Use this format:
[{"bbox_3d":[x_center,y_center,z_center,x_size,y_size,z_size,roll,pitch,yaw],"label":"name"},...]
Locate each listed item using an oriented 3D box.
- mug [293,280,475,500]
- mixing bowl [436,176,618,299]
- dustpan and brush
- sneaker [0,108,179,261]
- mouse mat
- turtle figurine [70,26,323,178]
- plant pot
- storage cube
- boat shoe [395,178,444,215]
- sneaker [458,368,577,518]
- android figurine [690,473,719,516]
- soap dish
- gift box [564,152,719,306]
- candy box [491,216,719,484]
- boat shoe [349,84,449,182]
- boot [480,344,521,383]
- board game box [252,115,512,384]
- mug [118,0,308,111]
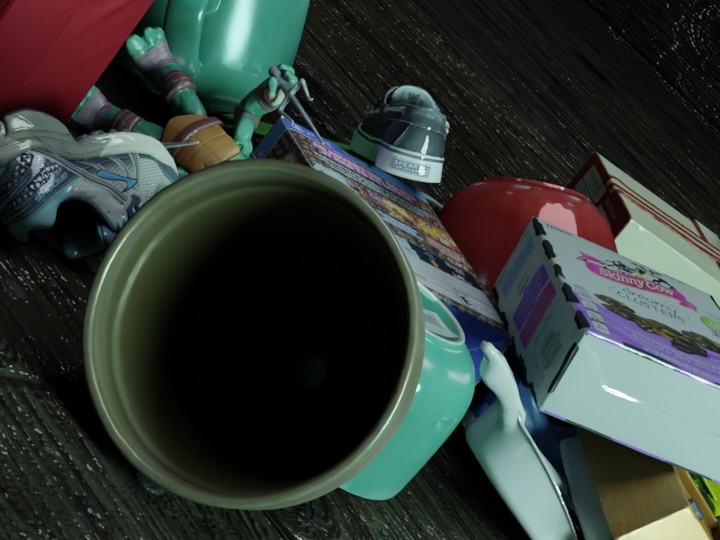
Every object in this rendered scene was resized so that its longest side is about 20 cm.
[{"bbox_3d":[0.005,0.058,1.481,0.152,0.115,0.185,38,17,-4],"label":"mug"},{"bbox_3d":[0.133,-0.013,1.788,0.199,0.109,0.200,11,-9,2],"label":"mixing bowl"},{"bbox_3d":[0.108,0.121,1.519,0.200,0.057,0.140,53,4,-42],"label":"dustpan and brush"},{"bbox_3d":[-0.184,-0.043,1.449,0.200,0.077,0.087,6,55,-58],"label":"sneaker"},{"bbox_3d":[-0.034,-0.105,1.827,0.199,0.008,0.161,17,7,8],"label":"mouse mat"},{"bbox_3d":[-0.123,-0.097,1.591,0.149,0.101,0.200,-30,47,-29],"label":"turtle figurine"},{"bbox_3d":[-0.048,0.048,1.308,0.200,0.200,0.174,44,1,15],"label":"plant pot"},{"bbox_3d":[-0.262,-0.219,1.513,0.200,0.180,0.171,44,17,17],"label":"storage cube"},{"bbox_3d":[0.008,-0.053,1.857,0.201,0.075,0.065,24,16,-17],"label":"boat shoe"},{"bbox_3d":[0.171,0.134,1.687,0.200,0.089,0.079,29,20,-40],"label":"sneaker"},{"bbox_3d":[0.280,0.190,1.793,0.183,0.041,0.200,62,9,23],"label":"android figurine"},{"bbox_3d":[0.219,0.196,1.569,0.158,0.081,0.200,57,9,-20],"label":"soap dish"},{"bbox_3d":[0.263,0.019,2.011,0.186,0.200,0.185,34,22,-21],"label":"gift box"},{"bbox_3d":[0.197,0.057,1.582,0.167,0.072,0.200,22,20,-17],"label":"candy box"},{"bbox_3d":[0.036,-0.116,1.759,0.071,0.068,0.200,14,7,-5],"label":"boat shoe"},{"bbox_3d":[0.177,0.082,1.769,0.199,0.070,0.131,15,-12,-36],"label":"boot"},{"bbox_3d":[0.000,0.000,1.652,0.159,0.097,0.200,27,20,-37],"label":"board game box"},{"bbox_3d":[-0.137,-0.199,1.789,0.152,0.115,0.185,23,13,36],"label":"mug"}]
